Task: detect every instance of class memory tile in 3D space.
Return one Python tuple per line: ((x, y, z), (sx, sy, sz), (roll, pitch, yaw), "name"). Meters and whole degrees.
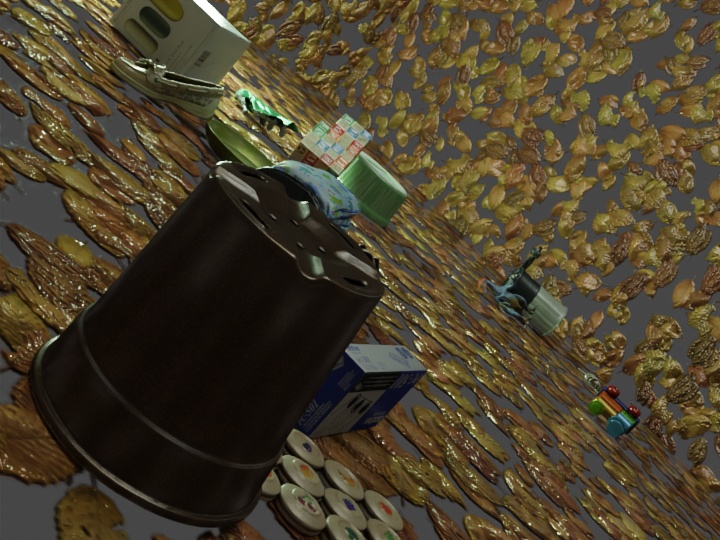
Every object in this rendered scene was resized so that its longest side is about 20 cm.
((-0.033, 0.197, 0.868), (0.200, 0.017, 0.153), (39, 11, -12), "memory tile")

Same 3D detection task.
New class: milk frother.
((0.539, 0.057, 2.964), (0.188, 0.200, 0.181), (41, 7, -7), "milk frother")

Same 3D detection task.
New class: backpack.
((-0.085, -0.096, 1.553), (0.163, 0.154, 0.200), (39, -4, 20), "backpack")

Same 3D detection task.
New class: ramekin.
((0.021, -0.208, 2.416), (0.200, 0.098, 0.200), (40, 11, -10), "ramekin")

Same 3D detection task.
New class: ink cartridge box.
((-0.002, 0.126, 1.046), (0.044, 0.094, 0.200), (45, 11, 18), "ink cartridge box")

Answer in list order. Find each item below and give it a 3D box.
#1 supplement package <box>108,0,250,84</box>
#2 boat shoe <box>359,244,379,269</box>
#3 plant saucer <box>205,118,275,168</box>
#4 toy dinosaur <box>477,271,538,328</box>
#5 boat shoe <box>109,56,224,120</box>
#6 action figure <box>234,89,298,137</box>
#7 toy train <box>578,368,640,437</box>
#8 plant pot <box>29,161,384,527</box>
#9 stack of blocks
((-0.360, -0.477, 1.972), (0.200, 0.152, 0.151), (44, 12, 12), "supplement package")
((0.000, 0.000, 1.599), (0.074, 0.073, 0.200), (39, 11, -18), "boat shoe")
((-0.203, -0.194, 1.751), (0.200, 0.031, 0.200), (41, 11, -10), "plant saucer")
((0.405, 0.091, 2.785), (0.181, 0.105, 0.200), (31, -28, 7), "toy dinosaur")
((-0.329, -0.323, 1.673), (0.200, 0.063, 0.073), (19, 22, -37), "boat shoe")
((-0.236, -0.369, 2.259), (0.118, 0.055, 0.200), (29, 10, -46), "action figure")
((0.594, 0.328, 2.443), (0.200, 0.085, 0.116), (46, 25, 19), "toy train")
((-0.098, 0.043, 0.714), (0.200, 0.198, 0.200), (37, 14, -11), "plant pot")
((-0.066, -0.286, 2.270), (0.115, 0.059, 0.200), (41, 41, -3), "stack of blocks")
